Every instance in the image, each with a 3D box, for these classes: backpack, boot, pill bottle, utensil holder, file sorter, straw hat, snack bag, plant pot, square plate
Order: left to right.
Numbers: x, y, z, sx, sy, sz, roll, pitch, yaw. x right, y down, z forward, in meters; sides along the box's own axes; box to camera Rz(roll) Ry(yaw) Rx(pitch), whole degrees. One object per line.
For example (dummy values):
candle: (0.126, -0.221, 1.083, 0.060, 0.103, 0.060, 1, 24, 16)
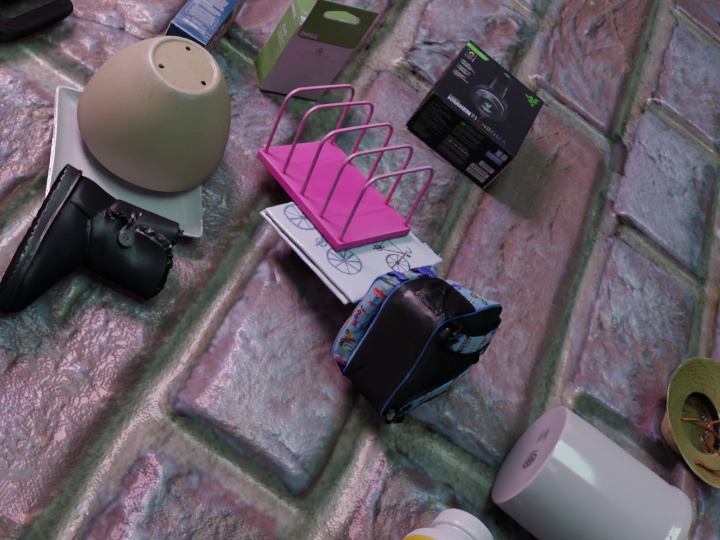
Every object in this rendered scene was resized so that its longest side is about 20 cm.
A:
boot: (-0.311, -0.008, 1.107, 0.168, 0.076, 0.200, 31, 59, -22)
square plate: (-0.305, -0.137, 1.233, 0.200, 0.028, 0.198, 11, 54, -27)
plant pot: (-0.248, -0.221, 1.217, 0.200, 0.134, 0.200, 16, 53, -23)
file sorter: (-0.017, -0.149, 1.293, 0.139, 0.125, 0.200, -15, 54, -41)
snack bag: (-0.010, -0.044, 1.297, 0.189, 0.021, 0.200, 44, 41, 21)
pill bottle: (0.073, 0.368, 1.077, 0.112, 0.112, 0.200, 46, 47, 3)
backpack: (0.086, 0.084, 1.240, 0.135, 0.183, 0.200, 43, 30, 23)
utensil holder: (0.296, 0.300, 1.232, 0.200, 0.170, 0.170, 37, 47, -3)
straw hat: (0.515, 0.241, 1.467, 0.201, 0.085, 0.201, 10, 68, -26)

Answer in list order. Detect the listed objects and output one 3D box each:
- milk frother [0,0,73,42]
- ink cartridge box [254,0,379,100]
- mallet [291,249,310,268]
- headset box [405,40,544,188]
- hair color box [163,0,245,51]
milk frother: (-0.445, -0.419, 1.219, 0.181, 0.200, 0.188, 50, 48, 1)
ink cartridge box: (-0.068, -0.345, 1.408, 0.104, 0.200, 0.059, 6, 57, -30)
mallet: (0.000, 0.000, 1.296, 0.200, 0.041, 0.066, 27, 45, 7)
headset box: (0.200, -0.270, 1.604, 0.174, 0.093, 0.200, 39, 47, -5)
hair color box: (-0.227, -0.368, 1.390, 0.061, 0.100, 0.200, 32, 48, -11)
